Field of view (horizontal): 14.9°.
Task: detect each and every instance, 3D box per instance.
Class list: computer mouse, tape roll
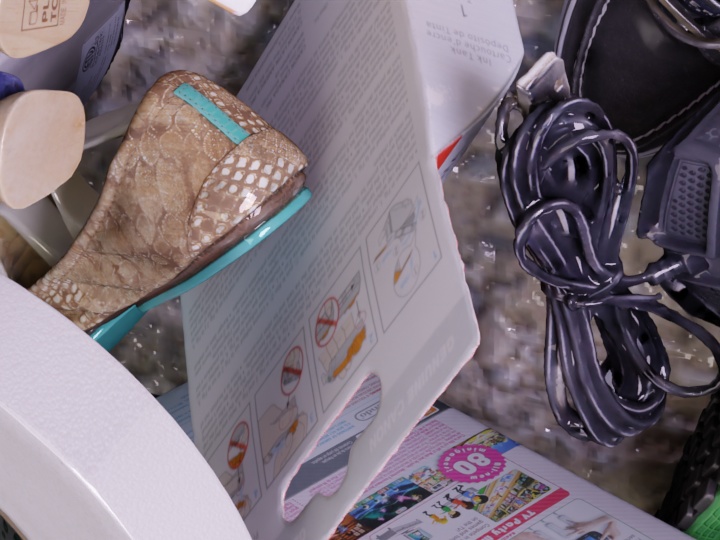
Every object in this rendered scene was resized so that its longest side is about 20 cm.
[{"bbox_3d":[0.134,-0.038,0.807,0.200,0.053,0.139,-21,133,-3],"label":"computer mouse"},{"bbox_3d":[-0.116,0.073,0.807,0.203,0.037,0.203,25,142,22],"label":"tape roll"}]

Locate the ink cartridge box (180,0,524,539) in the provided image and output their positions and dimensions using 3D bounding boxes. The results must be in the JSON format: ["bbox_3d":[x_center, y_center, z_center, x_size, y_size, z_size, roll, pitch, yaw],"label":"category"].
[{"bbox_3d":[0.000,0.000,0.846,0.047,0.200,0.160,14,132,-25],"label":"ink cartridge box"}]

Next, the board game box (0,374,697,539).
[{"bbox_3d":[-0.005,0.105,0.896,0.200,0.147,0.064,28,133,41],"label":"board game box"}]

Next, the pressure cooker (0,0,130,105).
[{"bbox_3d":[-0.183,-0.078,0.873,0.179,0.200,0.176,-4,119,27],"label":"pressure cooker"}]

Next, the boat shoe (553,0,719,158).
[{"bbox_3d":[0.114,-0.097,0.809,0.070,0.066,0.200,40,128,-3],"label":"boat shoe"}]

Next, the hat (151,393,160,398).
[{"bbox_3d":[-0.174,0.006,1.033,0.200,0.176,0.166,65,160,-11],"label":"hat"}]

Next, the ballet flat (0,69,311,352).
[{"bbox_3d":[-0.085,-0.010,0.887,0.065,0.071,0.200,51,139,-2],"label":"ballet flat"}]

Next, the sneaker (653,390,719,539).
[{"bbox_3d":[0.141,0.091,0.922,0.085,0.078,0.200,21,136,2],"label":"sneaker"}]

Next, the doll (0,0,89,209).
[{"bbox_3d":[-0.168,-0.077,0.734,0.200,0.048,0.137,12,111,23],"label":"doll"}]

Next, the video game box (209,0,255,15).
[{"bbox_3d":[-0.123,-0.160,0.766,0.200,0.182,0.047,27,107,-26],"label":"video game box"}]
